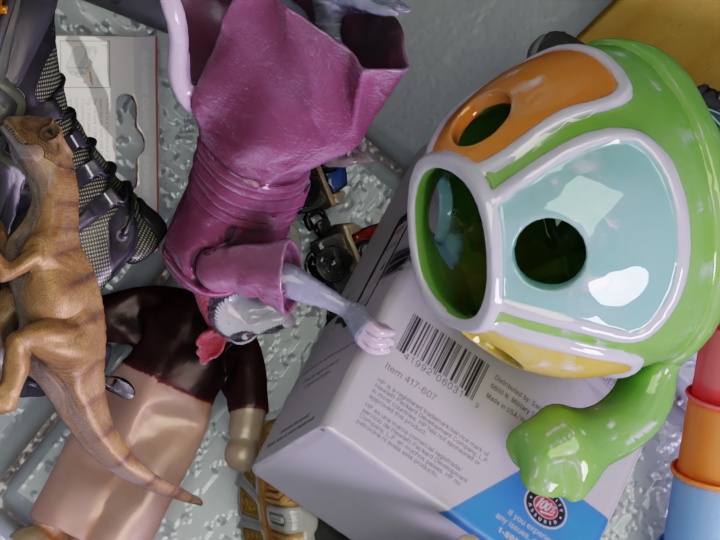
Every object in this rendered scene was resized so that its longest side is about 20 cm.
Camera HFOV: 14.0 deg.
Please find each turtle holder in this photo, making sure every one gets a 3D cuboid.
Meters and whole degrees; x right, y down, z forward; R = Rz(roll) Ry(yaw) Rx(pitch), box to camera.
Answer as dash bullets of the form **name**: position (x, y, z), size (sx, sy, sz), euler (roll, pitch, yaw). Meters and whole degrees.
- **turtle holder**: position (0.089, -0.008, 1.301), size (0.132, 0.141, 0.186), euler (-14, 134, -31)

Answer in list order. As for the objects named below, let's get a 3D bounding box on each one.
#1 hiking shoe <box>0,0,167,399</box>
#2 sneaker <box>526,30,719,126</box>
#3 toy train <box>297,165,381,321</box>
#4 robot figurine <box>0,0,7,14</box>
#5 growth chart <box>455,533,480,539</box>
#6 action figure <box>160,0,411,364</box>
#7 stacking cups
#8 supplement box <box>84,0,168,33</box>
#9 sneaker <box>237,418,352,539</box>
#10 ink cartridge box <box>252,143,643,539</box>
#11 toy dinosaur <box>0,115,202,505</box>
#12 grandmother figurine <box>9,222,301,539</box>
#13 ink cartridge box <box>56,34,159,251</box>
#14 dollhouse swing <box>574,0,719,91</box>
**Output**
- **hiking shoe**: position (-0.140, -0.039, 1.348), size (0.101, 0.076, 0.200), euler (1, 99, -21)
- **sneaker**: position (0.170, -0.059, 1.402), size (0.200, 0.075, 0.079), euler (36, 99, -3)
- **toy train**: position (0.000, 0.000, 1.436), size (0.046, 0.034, 0.200), euler (-24, 94, -14)
- **robot figurine**: position (-0.190, -0.216, 1.284), size (0.145, 0.058, 0.200), euler (7, 87, -4)
- **growth chart**: position (0.041, 0.198, 1.355), size (0.145, 0.018, 0.200), euler (-32, 126, 14)
- **action figure**: position (-0.051, -0.044, 1.308), size (0.149, 0.134, 0.200), euler (11, 115, -19)
- **stacking cups**: position (0.176, 0.119, 1.423), size (0.060, 0.061, 0.200), euler (6, 107, -11)
- **supplement box**: position (-0.078, -0.220, 1.391), size (0.103, 0.101, 0.200), euler (21, 85, -10)
- **sneaker**: position (0.001, 0.159, 1.420), size (0.088, 0.076, 0.200), euler (-18, 101, -18)
- **ink cartridge box**: position (0.062, 0.043, 1.385), size (0.146, 0.084, 0.200), euler (36, 59, -12)
- **toy dinosaur**: position (-0.134, 0.034, 1.292), size (0.106, 0.060, 0.200), euler (-17, 105, -15)
- **grandmother figurine**: position (-0.094, 0.054, 1.403), size (0.121, 0.061, 0.200), euler (29, 84, 9)
- **ink cartridge box**: position (-0.198, -0.060, 1.391), size (0.200, 0.050, 0.109), euler (0, 89, -13)
- **dollhouse swing**: position (0.210, -0.110, 1.479), size (0.200, 0.176, 0.182), euler (41, 41, -7)
